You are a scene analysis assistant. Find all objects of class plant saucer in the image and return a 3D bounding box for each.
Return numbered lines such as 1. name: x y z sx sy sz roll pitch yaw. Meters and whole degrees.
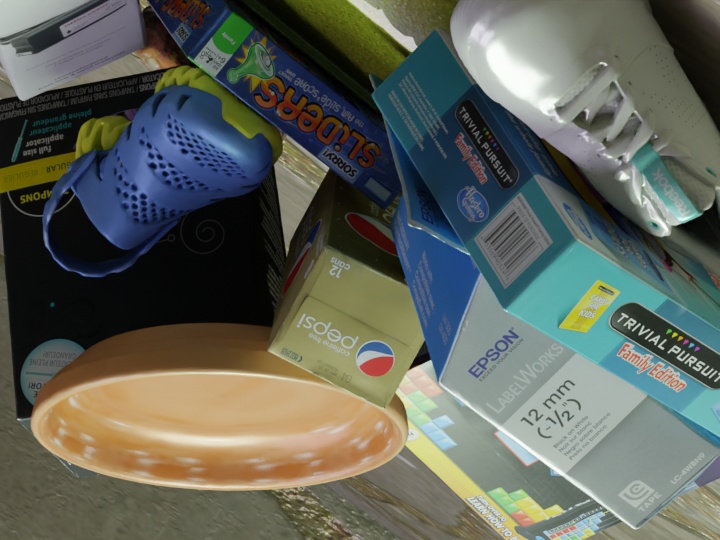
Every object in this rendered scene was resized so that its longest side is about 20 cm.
1. plant saucer: -0.074 0.071 1.347 0.200 0.038 0.200 1 157 0
2. plant saucer: -0.010 -0.139 1.232 0.200 0.048 0.200 39 169 -10

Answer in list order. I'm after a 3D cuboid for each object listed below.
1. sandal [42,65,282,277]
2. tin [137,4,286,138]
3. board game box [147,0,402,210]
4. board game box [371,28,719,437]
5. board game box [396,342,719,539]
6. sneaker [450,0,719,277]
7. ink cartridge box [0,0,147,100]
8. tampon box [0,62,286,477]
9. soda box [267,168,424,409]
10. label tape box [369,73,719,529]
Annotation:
1. sandal: -0.109 -0.045 1.340 0.079 0.087 0.200 39 153 -14
2. tin: -0.081 -0.126 1.562 0.112 0.042 0.200 41 169 -1
3. board game box: -0.049 -0.112 1.356 0.135 0.034 0.200 37 -173 -22
4. board game box: 0.110 -0.011 1.148 0.200 0.047 0.151 29 -157 -43
5. board game box: 0.114 0.070 1.439 0.200 0.165 0.057 44 -152 -40
6. sneaker: 0.112 -0.059 1.050 0.200 0.075 0.089 35 -156 -49
7. ink cartridge box: -0.182 -0.192 1.330 0.145 0.084 0.200 63 173 10
8. tampon box: -0.123 0.001 1.491 0.150 0.200 0.126 -11 159 6
9. soda box: 0.000 0.000 1.322 0.068 0.064 0.200 27 -165 -6
10. label tape box: 0.068 0.014 1.187 0.200 0.066 0.143 35 -160 -25
